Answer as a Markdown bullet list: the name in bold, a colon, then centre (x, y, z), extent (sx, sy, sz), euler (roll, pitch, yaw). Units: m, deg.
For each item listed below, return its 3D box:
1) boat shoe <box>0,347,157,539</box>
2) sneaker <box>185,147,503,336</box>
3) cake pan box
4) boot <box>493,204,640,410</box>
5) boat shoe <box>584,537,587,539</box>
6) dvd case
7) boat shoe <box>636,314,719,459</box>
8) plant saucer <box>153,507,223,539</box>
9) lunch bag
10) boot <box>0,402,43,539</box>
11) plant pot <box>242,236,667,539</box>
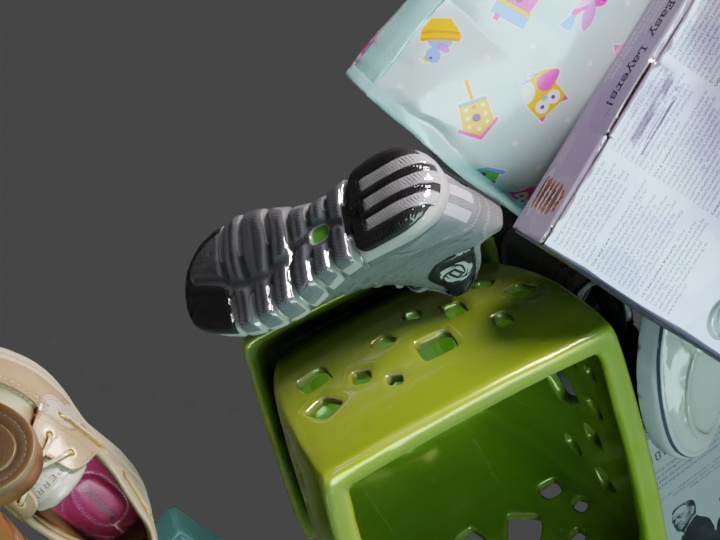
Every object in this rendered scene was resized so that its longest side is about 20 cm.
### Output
- **boat shoe**: centre (-0.182, 0.111, 1.718), extent (0.074, 0.069, 0.200), euler (-46, 132, 5)
- **sneaker**: centre (0.000, 0.000, 1.703), extent (0.199, 0.075, 0.115), euler (-23, 151, 38)
- **cake pan box**: centre (0.211, -0.059, 1.658), extent (0.184, 0.052, 0.201), euler (29, 92, -25)
- **boot**: centre (0.146, 0.052, 1.830), extent (0.068, 0.131, 0.200), euler (-36, 132, -4)
- **boat shoe**: centre (0.096, 0.238, 1.969), extent (0.200, 0.065, 0.074), euler (-40, 141, -31)
- **dvd case**: centre (0.227, 0.147, 1.986), extent (0.150, 0.025, 0.201), euler (-34, 137, -18)
- **boat shoe**: centre (0.213, 0.019, 1.738), extent (0.071, 0.070, 0.201), euler (-9, 110, -49)
- **plant saucer**: centre (-0.161, 0.237, 1.852), extent (0.200, 0.019, 0.070), euler (-48, 132, 5)
- **lunch bag**: centre (0.096, -0.130, 1.687), extent (0.170, 0.122, 0.200), euler (-48, 137, 7)
- **boot**: centre (-0.215, 0.144, 1.669), extent (0.155, 0.199, 0.074), euler (44, 51, -35)
- **plant pot**: centre (0.046, 0.100, 1.770), extent (0.198, 0.182, 0.201), euler (-26, 131, -12)
